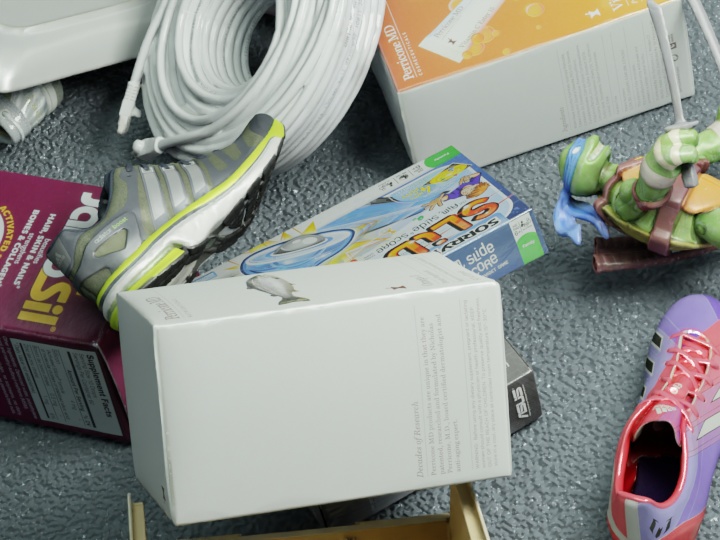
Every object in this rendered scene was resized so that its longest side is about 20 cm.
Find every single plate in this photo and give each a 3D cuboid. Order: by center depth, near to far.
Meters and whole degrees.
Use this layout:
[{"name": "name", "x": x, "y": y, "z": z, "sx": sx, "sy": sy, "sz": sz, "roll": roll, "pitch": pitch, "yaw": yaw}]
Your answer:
[{"name": "plate", "x": -0.241, "y": -0.201, "z": 1.944, "sx": 0.200, "sy": 0.032, "sz": 0.199, "roll": -21, "pitch": 44, "yaw": -41}]

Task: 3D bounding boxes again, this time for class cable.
[{"name": "cable", "x": -0.067, "y": -0.157, "z": 1.832, "sx": 0.200, "sy": 0.069, "sz": 0.201, "roll": 9, "pitch": 81, "yaw": 49}]

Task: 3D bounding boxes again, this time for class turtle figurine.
[{"name": "turtle figurine", "x": 0.232, "y": -0.071, "z": 1.676, "sx": 0.194, "sy": 0.144, "sz": 0.200, "roll": 30, "pitch": 83, "yaw": 8}]

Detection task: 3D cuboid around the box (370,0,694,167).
[{"name": "box", "x": 0.109, "y": -0.159, "z": 1.838, "sx": 0.199, "sy": 0.098, "sz": 0.125, "roll": -19, "pitch": 49, "yaw": -2}]

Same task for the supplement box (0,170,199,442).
[{"name": "supplement box", "x": -0.222, "y": 0.017, "z": 1.766, "sx": 0.199, "sy": 0.103, "sz": 0.131, "roll": 9, "pitch": 52, "yaw": 19}]

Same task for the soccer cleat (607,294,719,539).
[{"name": "soccer cleat", "x": 0.190, "y": 0.086, "z": 1.628, "sx": 0.067, "sy": 0.077, "sz": 0.200, "roll": 7, "pitch": 53, "yaw": 19}]

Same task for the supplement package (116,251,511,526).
[{"name": "supplement package", "x": -0.028, "y": 0.064, "z": 1.547, "sx": 0.199, "sy": 0.118, "sz": 0.117, "roll": -8, "pitch": 11, "yaw": -15}]

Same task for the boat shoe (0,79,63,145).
[{"name": "boat shoe", "x": -0.310, "y": -0.143, "z": 1.942, "sx": 0.202, "sy": 0.075, "sz": 0.065, "roll": 21, "pitch": 54, "yaw": 19}]

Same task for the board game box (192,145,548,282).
[{"name": "board game box", "x": 0.000, "y": 0.000, "z": 1.677, "sx": 0.200, "sy": 0.035, "sz": 0.135, "roll": -28, "pitch": 27, "yaw": -10}]

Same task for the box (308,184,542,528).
[{"name": "box", "x": -0.003, "y": 0.054, "z": 1.719, "sx": 0.158, "sy": 0.048, "sz": 0.200, "roll": -30, "pitch": 50, "yaw": -11}]

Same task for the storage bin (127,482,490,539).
[{"name": "storage bin", "x": -0.025, "y": 0.195, "z": 1.525, "sx": 0.199, "sy": 0.094, "sz": 0.199, "roll": -6, "pitch": 27, "yaw": -5}]

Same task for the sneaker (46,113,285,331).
[{"name": "sneaker", "x": -0.116, "y": -0.045, "z": 1.691, "sx": 0.081, "sy": 0.074, "sz": 0.200, "roll": 35, "pitch": 47, "yaw": 9}]

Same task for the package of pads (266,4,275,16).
[{"name": "package of pads", "x": -0.037, "y": -0.239, "z": 1.953, "sx": 0.200, "sy": 0.076, "sz": 0.121, "roll": 18, "pitch": 55, "yaw": 26}]
